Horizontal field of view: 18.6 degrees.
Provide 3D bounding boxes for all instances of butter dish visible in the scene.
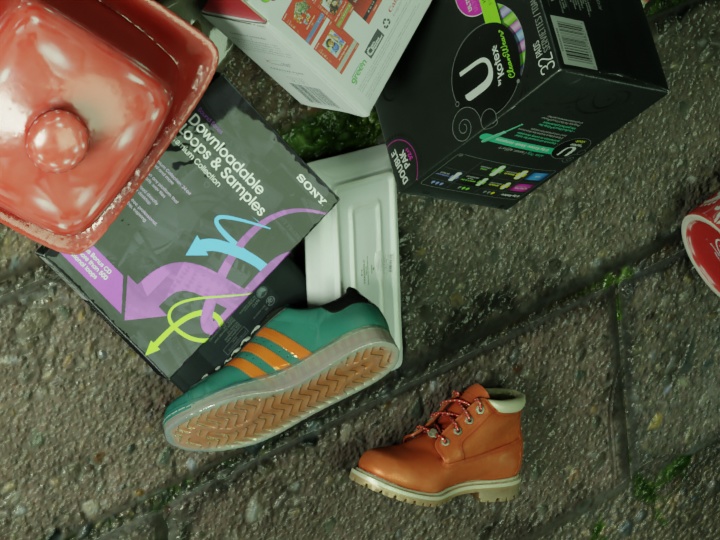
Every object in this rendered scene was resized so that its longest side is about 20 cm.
[{"bbox_3d":[-0.217,-0.109,1.533,0.200,0.148,0.200,32,102,-22],"label":"butter dish"}]

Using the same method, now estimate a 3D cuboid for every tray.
[{"bbox_3d":[0.000,0.000,1.839,0.107,0.022,0.200,-18,112,-43],"label":"tray"}]

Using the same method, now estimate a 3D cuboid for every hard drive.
[{"bbox_3d":[-0.101,0.045,1.806,0.140,0.033,0.200,-49,131,-8],"label":"hard drive"}]

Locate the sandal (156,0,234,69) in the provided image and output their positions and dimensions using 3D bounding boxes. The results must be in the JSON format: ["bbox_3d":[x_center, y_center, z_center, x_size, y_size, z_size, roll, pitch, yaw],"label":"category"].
[{"bbox_3d":[-0.163,-0.146,1.652,0.200,0.055,0.082,-33,127,-26],"label":"sandal"}]

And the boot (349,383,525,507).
[{"bbox_3d":[0.072,0.152,1.969,0.200,0.075,0.107,-2,109,-46],"label":"boot"}]

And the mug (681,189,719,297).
[{"bbox_3d":[0.426,-0.047,2.078,0.200,0.178,0.133,-32,143,-16],"label":"mug"}]

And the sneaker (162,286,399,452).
[{"bbox_3d":[-0.072,0.079,1.785,0.200,0.080,0.071,-23,141,-4],"label":"sneaker"}]

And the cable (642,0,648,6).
[{"bbox_3d":[0.258,-0.306,1.902,0.097,0.050,0.200,27,95,-43],"label":"cable"}]

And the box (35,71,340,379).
[{"bbox_3d":[-0.132,-0.035,1.712,0.200,0.036,0.143,-48,108,-11],"label":"box"}]

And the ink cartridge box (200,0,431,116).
[{"bbox_3d":[-0.024,-0.250,1.671,0.176,0.084,0.200,40,73,-41],"label":"ink cartridge box"}]

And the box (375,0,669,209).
[{"bbox_3d":[0.117,-0.161,1.740,0.124,0.149,0.200,7,150,-38],"label":"box"}]
